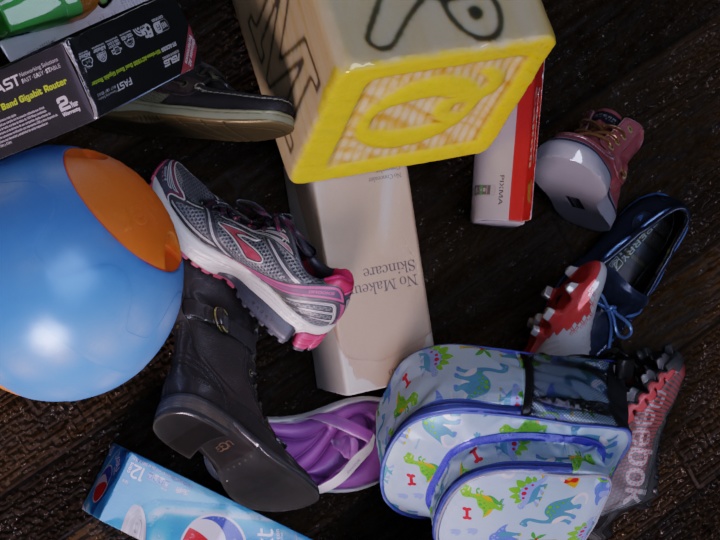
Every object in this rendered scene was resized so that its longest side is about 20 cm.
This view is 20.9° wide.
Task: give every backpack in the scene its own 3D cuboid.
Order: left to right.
[{"bbox_3d":[0.115,0.154,1.638,0.198,0.184,0.148,10,46,-8],"label":"backpack"}]

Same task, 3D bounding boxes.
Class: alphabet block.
[{"bbox_3d":[0.019,-0.213,1.596,0.194,0.197,0.201,-11,69,-18],"label":"alphabet block"}]

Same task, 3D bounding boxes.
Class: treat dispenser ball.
[{"bbox_3d":[-0.239,0.002,1.535,0.199,0.201,0.203,-1,92,-21],"label":"treat dispenser ball"}]

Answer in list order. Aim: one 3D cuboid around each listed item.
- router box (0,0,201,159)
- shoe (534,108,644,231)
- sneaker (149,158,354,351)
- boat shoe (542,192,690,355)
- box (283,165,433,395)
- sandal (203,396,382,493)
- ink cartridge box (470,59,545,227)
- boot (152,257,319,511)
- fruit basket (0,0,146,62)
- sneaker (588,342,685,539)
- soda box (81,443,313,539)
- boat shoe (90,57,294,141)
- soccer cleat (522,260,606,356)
[{"bbox_3d":[-0.238,-0.133,1.459,0.150,0.199,0.063,-38,106,-56],"label":"router box"},{"bbox_3d":[0.202,-0.106,1.718,0.071,0.200,0.092,16,80,17],"label":"shoe"},{"bbox_3d":[-0.091,-0.026,1.630,0.200,0.081,0.075,40,113,1],"label":"sneaker"},{"bbox_3d":[0.228,0.010,1.781,0.084,0.069,0.201,32,84,-18],"label":"boat shoe"},{"bbox_3d":[0.000,0.000,1.691,0.094,0.078,0.202,-12,96,-20],"label":"box"},{"bbox_3d":[-0.036,0.159,1.697,0.201,0.050,0.083,-7,95,-21],"label":"sandal"},{"bbox_3d":[0.125,-0.120,1.671,0.050,0.200,0.163,4,90,2],"label":"ink cartridge box"},{"bbox_3d":[-0.098,0.091,1.632,0.200,0.069,0.175,43,36,-37],"label":"boot"},{"bbox_3d":[-0.245,-0.279,1.598,0.200,0.093,0.186,-37,105,-32],"label":"fruit basket"},{"bbox_3d":[0.244,0.164,1.793,0.098,0.071,0.201,40,80,-17],"label":"sneaker"},{"bbox_3d":[-0.131,0.219,1.653,0.199,0.068,0.065,28,82,-19],"label":"soda box"},{"bbox_3d":[-0.143,-0.144,1.587,0.072,0.199,0.067,23,73,-60],"label":"boat shoe"},{"bbox_3d":[0.180,0.082,1.736,0.085,0.069,0.201,26,109,-6],"label":"soccer cleat"}]
